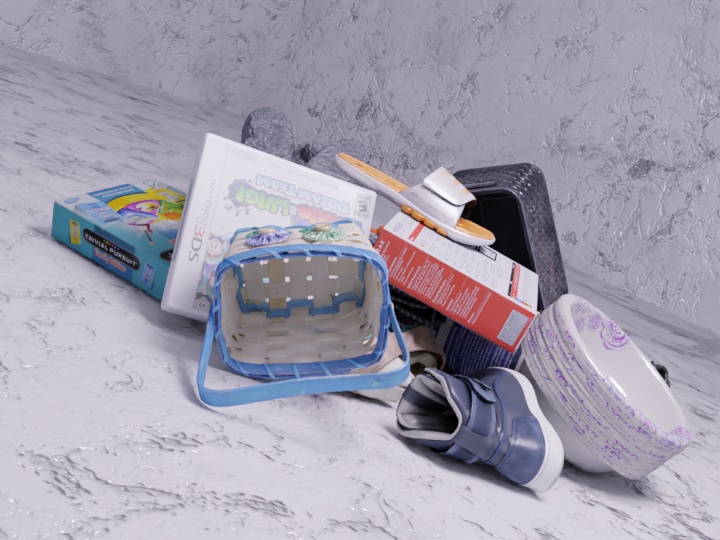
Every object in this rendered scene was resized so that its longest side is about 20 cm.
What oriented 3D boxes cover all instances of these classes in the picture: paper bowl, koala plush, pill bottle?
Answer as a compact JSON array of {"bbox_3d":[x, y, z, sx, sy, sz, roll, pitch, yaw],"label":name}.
[{"bbox_3d":[0.246,0.131,1.097,0.200,0.104,0.201,38,25,-21],"label":"paper bowl"},{"bbox_3d":[-0.105,-0.072,1.351,0.176,0.201,0.184,22,40,-1],"label":"koala plush"},{"bbox_3d":[0.172,0.091,1.255,0.199,0.112,0.111,25,10,17],"label":"pill bottle"}]

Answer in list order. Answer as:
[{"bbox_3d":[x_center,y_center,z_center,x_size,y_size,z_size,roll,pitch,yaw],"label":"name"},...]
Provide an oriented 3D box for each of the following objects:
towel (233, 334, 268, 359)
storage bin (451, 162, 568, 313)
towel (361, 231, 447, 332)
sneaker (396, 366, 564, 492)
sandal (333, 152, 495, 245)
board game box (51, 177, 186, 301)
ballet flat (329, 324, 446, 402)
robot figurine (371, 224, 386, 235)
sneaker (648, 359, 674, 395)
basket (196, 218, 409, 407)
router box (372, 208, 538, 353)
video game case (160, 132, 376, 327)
[{"bbox_3d":[-0.051,0.083,1.085,0.199,0.018,0.086,14,12,-37],"label":"towel"},{"bbox_3d":[0.175,-0.024,1.321,0.134,0.201,0.094,-3,22,32],"label":"storage bin"},{"bbox_3d":[0.000,0.000,1.194,0.200,0.086,0.165,38,7,35],"label":"towel"},{"bbox_3d":[0.099,0.127,1.002,0.145,0.077,0.202,22,10,-16],"label":"sneaker"},{"bbox_3d":[0.067,-0.095,1.162,0.206,0.059,0.079,30,15,4],"label":"sandal"},{"bbox_3d":[-0.218,-0.036,1.147,0.199,0.047,0.151,26,29,28],"label":"board game box"},{"bbox_3d":[0.034,0.097,1.051,0.067,0.068,0.200,51,28,16],"label":"ballet flat"},{"bbox_3d":[0.063,0.010,1.439,0.116,0.145,0.200,-11,30,-42],"label":"robot figurine"},{"bbox_3d":[0.369,0.155,1.365,0.076,0.088,0.200,50,13,-6],"label":"sneaker"},{"bbox_3d":[-0.055,0.042,0.912,0.175,0.140,0.201,-5,38,-5],"label":"basket"},{"bbox_3d":[0.106,0.001,1.131,0.179,0.049,0.200,30,15,4],"label":"router box"},{"bbox_3d":[-0.087,-0.023,1.047,0.199,0.183,0.024,18,-16,-25],"label":"video game case"}]
